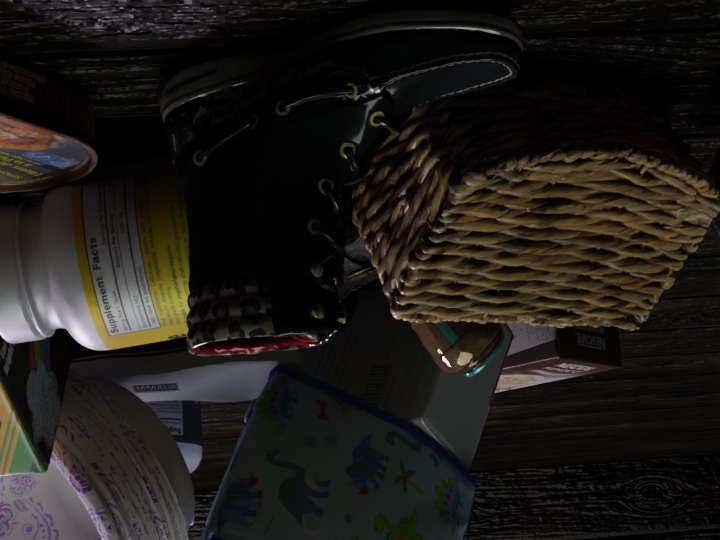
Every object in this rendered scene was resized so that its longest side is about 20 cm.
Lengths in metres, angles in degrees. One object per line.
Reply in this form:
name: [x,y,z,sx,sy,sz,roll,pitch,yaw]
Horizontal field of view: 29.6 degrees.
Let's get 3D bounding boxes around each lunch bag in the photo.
lunch bag: [-0.015,0.199,1.060,0.198,0.171,0.128,23,144,-4]

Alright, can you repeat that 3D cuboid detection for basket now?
basket: [0.099,-0.064,0.833,0.198,0.150,0.143,3,132,-27]

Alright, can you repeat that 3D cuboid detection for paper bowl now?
paper bowl: [-0.203,0.163,1.026,0.104,0.202,0.200,-33,-174,-37]

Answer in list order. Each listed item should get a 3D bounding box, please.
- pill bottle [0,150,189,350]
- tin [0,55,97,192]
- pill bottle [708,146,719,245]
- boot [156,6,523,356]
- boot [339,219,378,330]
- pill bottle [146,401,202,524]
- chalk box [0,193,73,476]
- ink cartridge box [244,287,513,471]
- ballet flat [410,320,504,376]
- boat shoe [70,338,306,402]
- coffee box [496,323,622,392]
pill bottle: [-0.122,-0.014,0.828,0.198,0.114,0.113,-9,166,1]
tin: [-0.225,-0.082,0.711,0.111,0.042,0.199,-17,162,28]
pill bottle: [0.262,-0.067,0.783,0.105,0.107,0.200,-6,166,5]
boot: [-0.008,-0.042,0.694,0.202,0.155,0.073,-10,165,20]
boot: [0.000,0.000,1.055,0.173,0.070,0.199,-20,167,26]
pill bottle: [-0.196,0.122,1.189,0.115,0.202,0.116,-4,166,-1]
chalk box: [-0.279,0.028,0.879,0.123,0.126,0.201,-6,133,6]
ink cartridge box: [0.015,0.094,1.188,0.199,0.146,0.084,-6,139,38]
ballet flat: [0.049,0.011,0.918,0.068,0.072,0.200,-46,-169,11]
boat shoe: [-0.143,0.065,1.093,0.198,0.064,0.071,-2,149,-6]
coffee box: [0.138,0.069,1.332,0.199,0.081,0.114,-17,162,40]
